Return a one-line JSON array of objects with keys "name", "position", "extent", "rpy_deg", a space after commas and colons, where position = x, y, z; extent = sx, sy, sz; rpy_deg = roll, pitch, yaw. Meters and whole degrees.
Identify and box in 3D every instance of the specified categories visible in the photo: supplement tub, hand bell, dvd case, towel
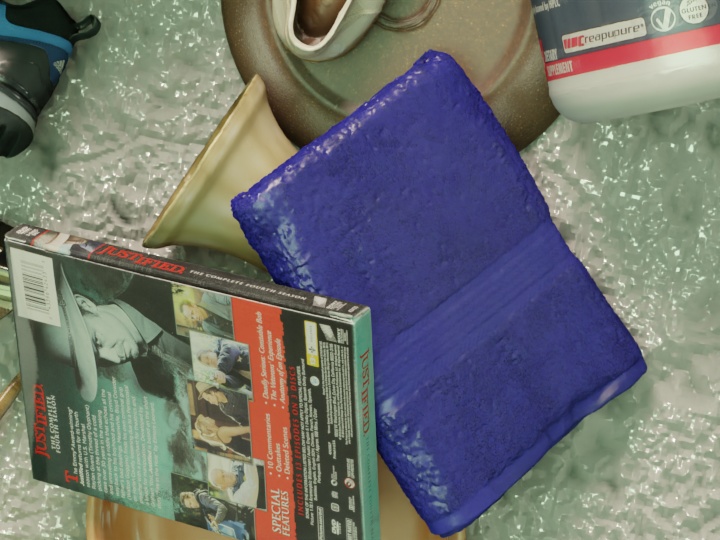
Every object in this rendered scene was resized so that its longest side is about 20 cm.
[{"name": "supplement tub", "position": [0.141, -0.178, 1.247], "extent": [0.140, 0.140, 0.200], "rpy_deg": [-12, 93, 12]}, {"name": "hand bell", "position": [0.000, 0.000, 1.329], "extent": [0.200, 0.104, 0.104], "rpy_deg": [34, 100, -5]}, {"name": "dvd case", "position": [-0.082, 0.062, 1.288], "extent": [0.200, 0.022, 0.146], "rpy_deg": [12, 122, 26]}, {"name": "towel", "position": [0.037, 0.010, 1.291], "extent": [0.148, 0.050, 0.200], "rpy_deg": [-37, 103, -24]}]

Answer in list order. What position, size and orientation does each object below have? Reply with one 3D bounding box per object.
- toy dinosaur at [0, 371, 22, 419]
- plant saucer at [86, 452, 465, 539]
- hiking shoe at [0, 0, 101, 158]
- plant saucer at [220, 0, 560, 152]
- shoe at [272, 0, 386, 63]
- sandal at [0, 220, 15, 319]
[{"name": "toy dinosaur", "position": [-0.259, 0.115, 1.392], "extent": [0.200, 0.060, 0.106], "rpy_deg": [-10, 92, 11]}, {"name": "plant saucer", "position": [-0.042, 0.131, 1.363], "extent": [0.200, 0.037, 0.201], "rpy_deg": [1, 95, 12]}, {"name": "hiking shoe", "position": [-0.237, -0.132, 1.372], "extent": [0.200, 0.074, 0.087], "rpy_deg": [27, 70, 14]}, {"name": "plant saucer", "position": [0.023, -0.142, 1.327], "extent": [0.200, 0.037, 0.201], "rpy_deg": [1, 96, 10]}, {"name": "shoe", "position": [0.012, -0.192, 1.279], "extent": [0.070, 0.053, 0.200], "rpy_deg": [25, 99, 8]}, {"name": "sandal", "position": [-0.195, 0.008, 1.365], "extent": [0.201, 0.080, 0.057], "rpy_deg": [16, 112, 9]}]
